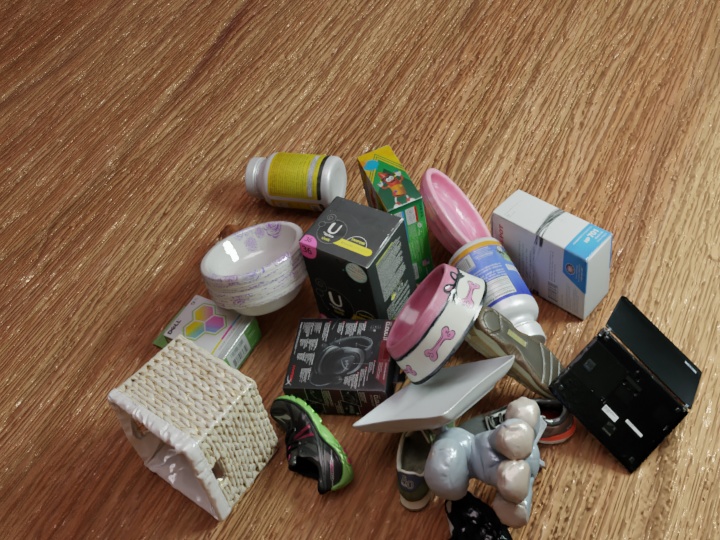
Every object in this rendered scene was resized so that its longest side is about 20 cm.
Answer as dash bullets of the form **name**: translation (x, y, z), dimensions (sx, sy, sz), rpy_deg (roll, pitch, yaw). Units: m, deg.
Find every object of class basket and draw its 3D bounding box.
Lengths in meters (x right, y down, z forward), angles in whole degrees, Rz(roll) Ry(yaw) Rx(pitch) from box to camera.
- **basket**: translation (-0.256, 0.245, 1.314), dimensions (0.198, 0.201, 0.161), rpy_deg (25, 55, 32)

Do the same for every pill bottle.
- **pill bottle**: translation (-0.136, -0.187, 1.739), dimensions (0.195, 0.114, 0.114), rpy_deg (7, 49, 19)
- **pill bottle**: translation (0.234, 0.053, 1.419), dimensions (0.110, 0.113, 0.202), rpy_deg (-21, 57, -7)

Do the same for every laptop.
- **laptop**: translation (0.412, 0.169, 1.286), dimensions (0.177, 0.103, 0.200), rpy_deg (44, 90, 7)

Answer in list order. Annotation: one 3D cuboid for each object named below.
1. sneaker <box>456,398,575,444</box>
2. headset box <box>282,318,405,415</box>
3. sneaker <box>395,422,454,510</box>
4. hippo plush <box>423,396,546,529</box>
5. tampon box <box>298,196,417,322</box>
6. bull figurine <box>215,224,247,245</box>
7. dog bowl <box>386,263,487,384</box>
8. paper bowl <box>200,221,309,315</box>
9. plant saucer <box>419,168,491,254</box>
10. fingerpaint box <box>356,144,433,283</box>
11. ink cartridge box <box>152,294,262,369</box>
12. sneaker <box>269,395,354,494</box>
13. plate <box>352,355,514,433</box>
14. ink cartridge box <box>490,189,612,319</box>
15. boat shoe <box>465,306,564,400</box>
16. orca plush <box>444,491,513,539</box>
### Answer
- **sneaker**: translation (0.233, 0.229, 1.285), dimensions (0.195, 0.083, 0.078), rpy_deg (-14, 46, 1)
- **headset box**: translation (-0.018, 0.162, 1.413), dimensions (0.195, 0.078, 0.151), rpy_deg (0, 48, 13)
- **sneaker**: translation (0.101, 0.258, 1.285), dimensions (0.066, 0.091, 0.203), rpy_deg (6, 49, 20)
- **hippo plush**: translation (0.171, 0.250, 1.181), dimensions (0.157, 0.163, 0.200), rpy_deg (5, 21, 20)
- **tampon box**: translation (0.000, 0.000, 1.472), dimensions (0.148, 0.202, 0.127), rpy_deg (19, 54, 29)
- **bull figurine**: translation (-0.202, -0.036, 1.649), dimensions (0.196, 0.066, 0.123), rpy_deg (12, 53, 23)
- **dog bowl**: translation (0.115, 0.078, 1.334), dimensions (0.073, 0.200, 0.202), rpy_deg (34, 55, -8)
- **paper bowl**: translation (-0.182, 0.003, 1.508), dimensions (0.196, 0.106, 0.202), rpy_deg (-14, 30, 8)
- **plant saucer**: translation (0.171, -0.095, 1.545), dimensions (0.050, 0.199, 0.203), rpy_deg (-36, 41, 22)
- **fingerpaint box**: translation (0.068, -0.100, 1.547), dimensions (0.072, 0.202, 0.168), rpy_deg (-21, 45, -6)
- **ink cartridge box**: translation (-0.291, 0.112, 1.538), dimensions (0.197, 0.060, 0.104), rpy_deg (18, 54, 27)
- **sneaker**: translation (-0.092, 0.274, 1.329), dimensions (0.083, 0.078, 0.199), rpy_deg (-31, 47, -21)
- **plate**: translation (0.115, 0.193, 1.256), dimensions (0.198, 0.033, 0.198), rpy_deg (-29, 6, -43)
- **ink cartridge box**: translation (0.330, -0.030, 1.454), dimensions (0.085, 0.148, 0.199), rpy_deg (-38, 50, -24)
- **boat shoe**: translation (0.242, 0.139, 1.314), dimensions (0.199, 0.076, 0.072), rpy_deg (42, 47, -6)
- **orca plush**: translation (0.172, 0.382, 1.166), dimensions (0.103, 0.072, 0.203), rpy_deg (-14, 46, 0)
